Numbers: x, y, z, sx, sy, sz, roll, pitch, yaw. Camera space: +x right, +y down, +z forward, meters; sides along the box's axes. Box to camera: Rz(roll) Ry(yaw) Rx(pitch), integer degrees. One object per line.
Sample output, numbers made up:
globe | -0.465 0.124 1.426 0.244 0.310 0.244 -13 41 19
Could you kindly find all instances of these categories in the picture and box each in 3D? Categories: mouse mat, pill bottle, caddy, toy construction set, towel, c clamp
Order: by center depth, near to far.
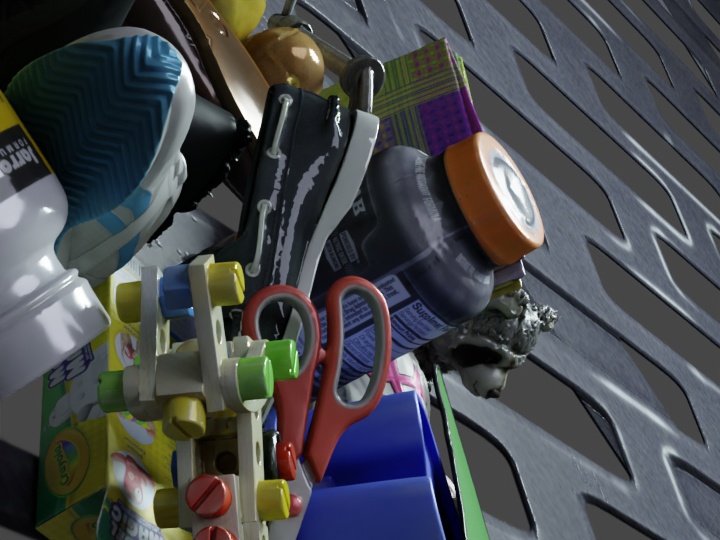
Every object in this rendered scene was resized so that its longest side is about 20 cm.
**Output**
pill bottle | -0.193 -0.039 0.859 0.200 0.111 0.111 57 20 -6
toy construction set | -0.070 0.101 0.862 0.131 0.092 0.200 58 42 -74
caddy | 0.001 0.156 1.028 0.141 0.105 0.200 -97 172 -54
mouse mat | 0.067 0.163 1.103 0.200 0.008 0.161 -95 170 -60
pill bottle | 0.000 0.000 1.122 0.106 0.200 0.106 51 21 -29
c clamp | -0.030 -0.113 1.271 0.027 0.171 0.200 11 19 -25
towel | 0.019 -0.047 1.294 0.023 0.143 0.200 53 18 -52

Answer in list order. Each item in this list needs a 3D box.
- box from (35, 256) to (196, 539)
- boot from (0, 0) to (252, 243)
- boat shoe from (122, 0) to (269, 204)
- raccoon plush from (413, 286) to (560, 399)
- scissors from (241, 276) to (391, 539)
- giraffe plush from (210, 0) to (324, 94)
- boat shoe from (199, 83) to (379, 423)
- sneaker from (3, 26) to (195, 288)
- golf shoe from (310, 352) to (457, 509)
box | -0.102 0.090 0.989 0.117 0.048 0.200 45 23 -35
boot | -0.120 -0.096 1.001 0.162 0.198 0.073 34 34 -37
boat shoe | -0.102 -0.115 1.104 0.200 0.070 0.070 60 15 -4
raccoon plush | 0.033 -0.002 1.301 0.200 0.134 0.097 62 21 7
scissors | -0.023 0.098 0.942 0.073 0.014 0.200 7 75 -18
giraffe plush | -0.086 -0.145 1.209 0.173 0.200 0.162 -30 107 -59
boat shoe | -0.051 0.002 1.006 0.060 0.076 0.200 22 66 -7
sneaker | -0.117 -0.053 0.925 0.081 0.200 0.077 -34 83 -36
golf shoe | 0.004 0.094 1.184 0.092 0.073 0.200 19 44 -65
